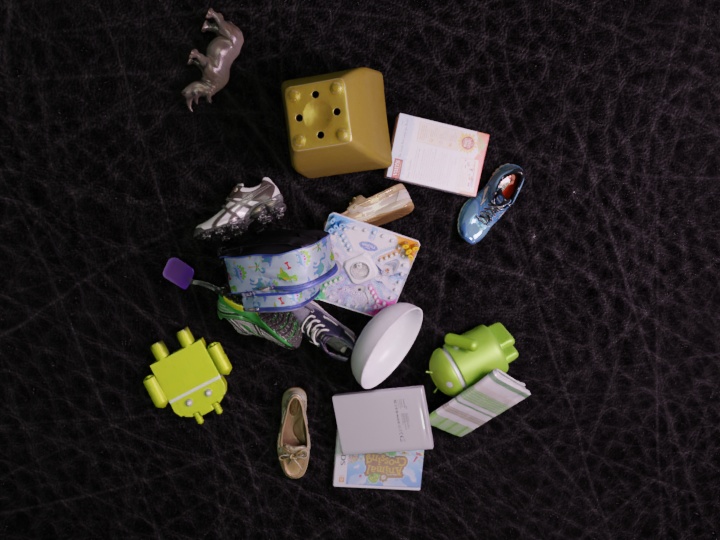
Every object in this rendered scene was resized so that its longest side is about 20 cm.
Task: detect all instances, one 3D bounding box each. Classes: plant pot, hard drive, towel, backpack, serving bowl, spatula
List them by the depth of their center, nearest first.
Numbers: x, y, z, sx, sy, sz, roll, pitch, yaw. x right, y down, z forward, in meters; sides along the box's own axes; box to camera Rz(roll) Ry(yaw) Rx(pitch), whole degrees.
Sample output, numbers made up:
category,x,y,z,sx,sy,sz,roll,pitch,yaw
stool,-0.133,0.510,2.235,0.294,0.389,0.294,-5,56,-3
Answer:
category,x,y,z,sx,sy,sz,roll,pitch,yaw
plant pot,-0.057,-0.288,1.233,0.193,0.200,0.197,-6,96,13
backpack,-0.148,-0.004,1.256,0.199,0.183,0.148,-5,107,27
serving bowl,0.044,0.146,1.326,0.066,0.200,0.201,34,91,24
spatula,-0.321,0.035,1.349,0.199,0.021,0.057,26,113,-11
hard drive,0.047,0.319,1.353,0.198,0.027,0.133,-9,95,17
towel,0.246,0.282,1.358,0.200,0.031,0.149,-38,134,22

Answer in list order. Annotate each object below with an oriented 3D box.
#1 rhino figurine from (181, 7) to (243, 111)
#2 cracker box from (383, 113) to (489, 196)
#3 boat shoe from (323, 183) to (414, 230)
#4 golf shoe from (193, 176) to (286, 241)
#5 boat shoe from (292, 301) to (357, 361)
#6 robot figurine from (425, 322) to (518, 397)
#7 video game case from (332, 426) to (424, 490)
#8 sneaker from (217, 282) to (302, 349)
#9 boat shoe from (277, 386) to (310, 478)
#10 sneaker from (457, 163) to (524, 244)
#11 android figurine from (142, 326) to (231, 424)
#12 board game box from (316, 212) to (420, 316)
category,x,y,z,sx,sy,sz,roll,pitch,yaw
rhino figurine,-0.304,-0.416,1.292,0.087,0.060,0.201,23,96,-18
cracker box,0.159,-0.242,1.353,0.198,0.058,0.135,12,94,-7
boat shoe,0.011,-0.127,1.349,0.198,0.074,0.070,-18,73,5
golf shoe,-0.258,-0.126,1.325,0.199,0.078,0.095,-22,79,-5
boat shoe,-0.092,0.119,1.342,0.199,0.093,0.075,30,96,-7
robot figurine,0.235,0.194,1.370,0.199,0.116,0.176,-27,128,-3
video game case,0.043,0.394,1.417,0.198,0.022,0.184,5,95,-6
sneaker,-0.209,0.105,1.323,0.199,0.078,0.086,31,125,10
boat shoe,-0.146,0.357,1.375,0.073,0.063,0.202,-3,96,-6
sneaker,0.278,-0.145,1.356,0.078,0.090,0.201,33,92,-7
android figurine,-0.363,0.227,1.356,0.181,0.041,0.201,-25,95,-3
board game box,0.000,0.000,1.340,0.198,0.026,0.201,18,115,-7
